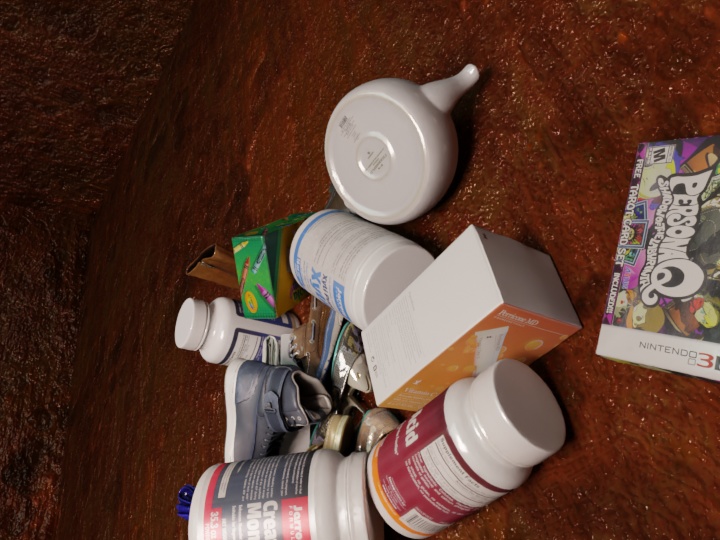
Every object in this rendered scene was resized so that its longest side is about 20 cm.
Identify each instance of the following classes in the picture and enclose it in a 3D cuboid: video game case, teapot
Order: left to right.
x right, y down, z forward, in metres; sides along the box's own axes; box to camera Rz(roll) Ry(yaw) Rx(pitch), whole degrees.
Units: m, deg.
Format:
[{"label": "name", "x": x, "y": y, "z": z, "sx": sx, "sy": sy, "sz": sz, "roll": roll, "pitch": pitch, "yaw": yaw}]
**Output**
[{"label": "teapot", "x": 0.055, "y": -0.163, "z": 0.833, "sx": 0.197, "sy": 0.145, "sz": 0.201, "roll": 8, "pitch": 114, "yaw": 35}, {"label": "video game case", "x": 0.294, "y": -0.011, "z": 0.496, "sx": 0.180, "sy": 0.035, "sz": 0.204, "roll": 9, "pitch": 84, "yaw": 56}]

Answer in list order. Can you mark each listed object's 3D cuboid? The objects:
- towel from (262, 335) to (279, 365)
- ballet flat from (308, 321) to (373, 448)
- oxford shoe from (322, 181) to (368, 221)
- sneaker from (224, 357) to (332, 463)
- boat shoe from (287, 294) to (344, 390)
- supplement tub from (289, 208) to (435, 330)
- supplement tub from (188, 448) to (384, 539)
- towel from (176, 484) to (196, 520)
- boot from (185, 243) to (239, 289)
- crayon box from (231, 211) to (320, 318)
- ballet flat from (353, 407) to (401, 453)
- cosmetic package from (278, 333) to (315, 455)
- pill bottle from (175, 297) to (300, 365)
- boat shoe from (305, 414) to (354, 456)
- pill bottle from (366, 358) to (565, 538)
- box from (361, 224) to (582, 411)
[{"label": "towel", "x": -0.146, "y": 0.227, "z": 0.990, "sx": 0.151, "sy": 0.030, "sz": 0.203, "roll": -97, "pitch": 12, "yaw": -51}, {"label": "ballet flat", "x": -0.013, "y": 0.175, "z": 0.868, "sx": 0.072, "sy": 0.071, "sz": 0.204, "roll": 17, "pitch": 91, "yaw": 57}, {"label": "oxford shoe", "x": -0.022, "y": -0.075, "z": 0.970, "sx": 0.084, "sy": 0.072, "sz": 0.204, "roll": 4, "pitch": 80, "yaw": 54}, {"label": "sneaker", "x": -0.108, "y": 0.224, "z": 0.822, "sx": 0.144, "sy": 0.077, "sz": 0.207, "roll": -1, "pitch": 96, "yaw": 27}, {"label": "boat shoe", "x": -0.070, "y": 0.114, "z": 0.914, "sx": 0.073, "sy": 0.071, "sz": 0.202, "roll": 97, "pitch": -173, "yaw": -53}, {"label": "supplement tub", "x": 0.000, "y": 0.000, "z": 0.838, "sx": 0.199, "sy": 0.130, "sz": 0.134, "roll": 29, "pitch": 101, "yaw": 53}, {"label": "supplement tub", "x": -0.080, "y": 0.282, "z": 0.697, "sx": 0.196, "sy": 0.141, "sz": 0.143, "roll": -10, "pitch": 60, "yaw": 8}, {"label": "towel", "x": -0.153, "y": 0.363, "z": 0.860, "sx": 0.147, "sy": 0.199, "sz": 0.050, "roll": -17, "pitch": 44, "yaw": 53}, {"label": "boot", "x": -0.215, "y": 0.034, "z": 1.096, "sx": 0.187, "sy": 0.197, "sz": 0.070, "roll": -29, "pitch": 53, "yaw": 47}, {"label": "crayon box", "x": -0.116, "y": -0.014, "z": 0.948, "sx": 0.057, "sy": 0.200, "sz": 0.121, "roll": -2, "pitch": 104, "yaw": 21}, {"label": "ballet flat", "x": 0.010, "y": 0.278, "z": 0.779, "sx": 0.067, "sy": 0.067, "sz": 0.204, "roll": 13, "pitch": 89, "yaw": 46}, {"label": "cosmetic package", "x": -0.096, "y": 0.206, "z": 0.946, "sx": 0.083, "sy": 0.050, "sz": 0.204, "roll": 89, "pitch": 179, "yaw": -63}, {"label": "pill bottle", "x": -0.209, "y": 0.109, "z": 1.055, "sx": 0.110, "sy": 0.197, "sz": 0.113, "roll": -29, "pitch": 53, "yaw": 47}, {"label": "boat shoe", "x": -0.055, "y": 0.272, "z": 0.815, "sx": 0.074, "sy": 0.065, "sz": 0.204, "roll": -45, "pitch": -30, "yaw": -63}, {"label": "pill bottle", "x": 0.103, "y": 0.183, "z": 0.630, "sx": 0.200, "sy": 0.113, "sz": 0.116, "roll": -47, "pitch": 41, "yaw": 35}, {"label": "box", "x": 0.111, "y": 0.064, "z": 0.662, "sx": 0.200, "sy": 0.123, "sz": 0.099, "roll": -47, "pitch": 42, "yaw": 36}]
